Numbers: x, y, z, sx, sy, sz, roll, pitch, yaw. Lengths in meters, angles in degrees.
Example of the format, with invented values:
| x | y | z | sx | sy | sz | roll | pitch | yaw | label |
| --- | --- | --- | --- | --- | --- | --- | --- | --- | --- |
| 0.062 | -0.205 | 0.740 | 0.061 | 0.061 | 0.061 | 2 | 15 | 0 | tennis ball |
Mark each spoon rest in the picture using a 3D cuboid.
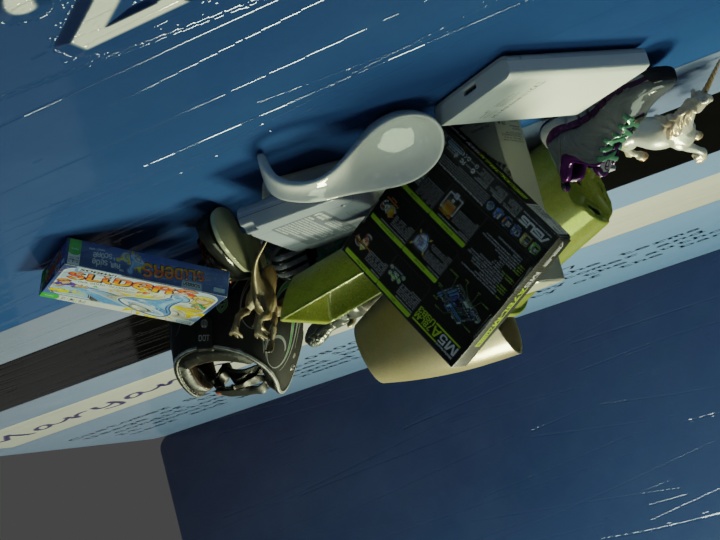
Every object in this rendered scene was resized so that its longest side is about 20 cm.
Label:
| x | y | z | sx | sy | sz | roll | pitch | yaw | label |
| --- | --- | --- | --- | --- | --- | --- | --- | --- | --- |
| -0.006 | -0.113 | 1.293 | 0.198 | 0.061 | 0.100 | -15 | 140 | -1 | spoon rest |

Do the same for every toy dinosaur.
| x | y | z | sx | sy | sz | roll | pitch | yaw | label |
| --- | --- | --- | --- | --- | --- | --- | --- | --- | --- |
| -0.125 | 0.036 | 1.533 | 0.058 | 0.102 | 0.200 | 10 | 158 | 17 | toy dinosaur |

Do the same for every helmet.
| x | y | z | sx | sy | sz | roll | pitch | yaw | label |
| --- | --- | --- | --- | --- | --- | --- | --- | --- | --- |
| -0.167 | 0.068 | 1.681 | 0.197 | 0.192 | 0.201 | 6 | 145 | 4 | helmet |

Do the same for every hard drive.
| x | y | z | sx | sy | sz | roll | pitch | yaw | label |
| --- | --- | --- | --- | --- | --- | --- | --- | --- | --- |
| 0.193 | -0.195 | 1.309 | 0.198 | 0.027 | 0.132 | -9 | 167 | -33 | hard drive |

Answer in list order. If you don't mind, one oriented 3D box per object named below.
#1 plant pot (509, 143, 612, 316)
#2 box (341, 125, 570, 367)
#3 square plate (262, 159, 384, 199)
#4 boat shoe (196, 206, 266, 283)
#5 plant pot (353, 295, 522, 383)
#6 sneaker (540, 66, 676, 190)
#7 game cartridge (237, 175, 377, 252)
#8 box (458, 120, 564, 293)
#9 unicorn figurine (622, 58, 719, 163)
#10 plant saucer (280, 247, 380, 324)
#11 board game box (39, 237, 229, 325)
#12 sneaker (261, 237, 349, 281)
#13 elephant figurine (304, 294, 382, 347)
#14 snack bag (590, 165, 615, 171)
| x | y | z | sx | sy | sz | roll | pitch | yaw | label |
| --- | --- | --- | --- | --- | --- | --- | --- | --- | --- |
| 0.223 | -0.071 | 1.622 | 0.184 | 0.202 | 0.199 | -35 | 162 | 30 | plant pot |
| 0.103 | -0.030 | 1.377 | 0.194 | 0.200 | 0.047 | -53 | 156 | 20 | box |
| -0.024 | -0.095 | 1.496 | 0.196 | 0.029 | 0.200 | -15 | 169 | -9 | square plate |
| -0.167 | -0.025 | 1.506 | 0.062 | 0.075 | 0.201 | -14 | 168 | 5 | boat shoe |
| 0.097 | 0.074 | 1.725 | 0.199 | 0.189 | 0.187 | -27 | 167 | 14 | plant pot |
| 0.297 | -0.163 | 1.425 | 0.074 | 0.089 | 0.199 | -9 | 168 | -35 | sneaker |
| -0.049 | -0.067 | 1.431 | 0.132 | 0.041 | 0.200 | -15 | 170 | 13 | game cartridge |
| 0.162 | -0.072 | 1.418 | 0.082 | 0.202 | 0.068 | -22 | 168 | 34 | box |
| 0.384 | -0.179 | 1.547 | 0.198 | 0.075 | 0.137 | -16 | 161 | 30 | unicorn figurine |
| 0.000 | 0.000 | 1.586 | 0.198 | 0.048 | 0.200 | -30 | 169 | 13 | plant saucer |
| -0.273 | 0.016 | 1.482 | 0.198 | 0.035 | 0.135 | 12 | 158 | -23 | board game box |
| -0.044 | -0.053 | 1.648 | 0.198 | 0.075 | 0.087 | -20 | -154 | -25 | sneaker |
| 0.005 | 0.019 | 1.814 | 0.198 | 0.157 | 0.141 | -22 | -166 | -16 | elephant figurine |
| 0.256 | -0.121 | 1.819 | 0.198 | 0.022 | 0.188 | -9 | 168 | -33 | snack bag |
